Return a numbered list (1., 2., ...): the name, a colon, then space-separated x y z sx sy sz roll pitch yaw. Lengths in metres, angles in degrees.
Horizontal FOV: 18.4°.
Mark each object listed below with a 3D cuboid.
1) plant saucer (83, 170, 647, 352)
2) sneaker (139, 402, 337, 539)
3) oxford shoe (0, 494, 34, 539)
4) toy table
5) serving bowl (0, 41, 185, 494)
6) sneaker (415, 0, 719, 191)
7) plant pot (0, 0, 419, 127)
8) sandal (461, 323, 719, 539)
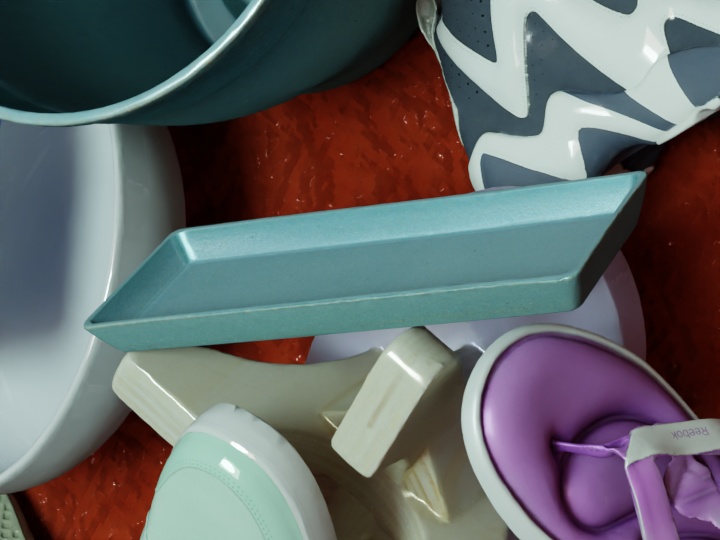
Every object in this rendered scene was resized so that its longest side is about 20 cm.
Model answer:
1. plant saucer: 0.000 0.000 0.756 0.199 0.070 0.019 -5 118 33
2. sneaker: -0.073 0.148 0.754 0.073 0.118 0.202 28 124 24
3. oxford shoe: -0.164 0.146 0.979 0.200 0.075 0.058 39 145 26
4. toy table: 0.011 0.070 0.811 0.183 0.117 0.201 30 125 21
5. serving bowl: -0.132 -0.002 0.938 0.199 0.065 0.202 -18 67 48
6. sneaker: 0.101 -0.112 0.807 0.199 0.079 0.130 -35 82 36
7. plant pot: -0.060 -0.146 0.835 0.198 0.188 0.202 -1 87 26
8. sandal: 0.116 0.083 0.756 0.050 0.202 0.083 -16 43 48
